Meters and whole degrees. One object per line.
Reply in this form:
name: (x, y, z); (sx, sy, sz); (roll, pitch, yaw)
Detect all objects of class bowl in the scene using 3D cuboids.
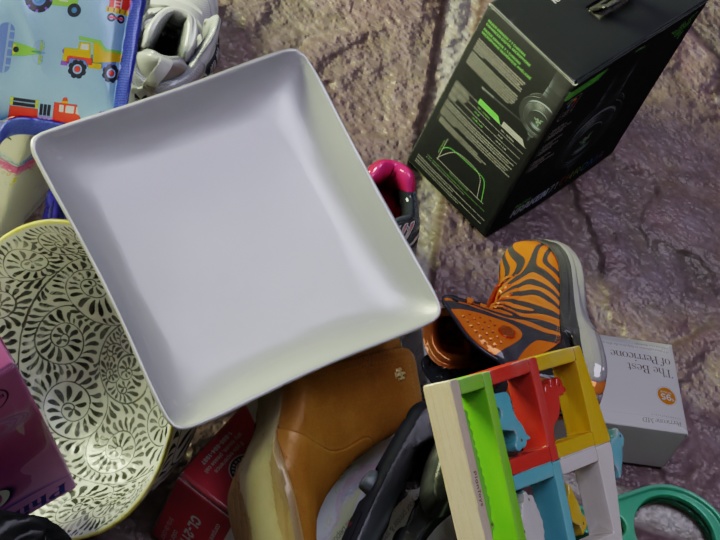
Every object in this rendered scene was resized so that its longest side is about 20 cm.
bowl: (-0.165, 0.068, 1.398); (0.094, 0.201, 0.201); (-1, 51, -54)

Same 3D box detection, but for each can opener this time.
can opener: (0.016, 0.162, 1.318); (0.063, 0.079, 0.200); (27, 67, 11)

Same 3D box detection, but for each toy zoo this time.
toy zoo: (0.110, 0.119, 1.336); (0.200, 0.020, 0.132); (-11, 88, -58)

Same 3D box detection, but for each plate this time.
plate: (-0.076, -0.020, 1.327); (0.200, 0.032, 0.200); (-23, 78, -29)

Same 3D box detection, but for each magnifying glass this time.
magnifying glass: (0.169, 0.180, 1.534); (0.199, 0.022, 0.080); (9, 52, -15)

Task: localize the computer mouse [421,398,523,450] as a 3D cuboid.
computer mouse: (0.090, 0.173, 1.385); (0.109, 0.044, 0.200); (11, 45, -20)

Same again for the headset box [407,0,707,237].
headset box: (0.152, -0.150, 1.662); (0.093, 0.200, 0.174); (45, 50, 15)

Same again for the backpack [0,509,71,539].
backpack: (-0.224, 0.255, 1.241); (0.126, 0.167, 0.200); (5, 53, 6)

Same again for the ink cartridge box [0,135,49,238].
ink cartridge box: (-0.251, -0.136, 1.484); (0.128, 0.200, 0.125); (33, 49, 5)

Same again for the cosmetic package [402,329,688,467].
cosmetic package: (0.132, 0.085, 1.572); (0.199, 0.051, 0.083); (8, 53, -17)

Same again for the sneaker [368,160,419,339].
sneaker: (0.000, 0.000, 1.537); (0.080, 0.075, 0.200); (17, 39, -10)

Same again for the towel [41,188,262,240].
towel: (-0.149, -0.012, 1.436); (0.147, 0.200, 0.050); (30, 62, 3)

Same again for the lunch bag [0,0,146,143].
lunch bag: (-0.210, -0.169, 1.358); (0.150, 0.094, 0.200); (8, 69, -3)

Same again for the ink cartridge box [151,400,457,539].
ink cartridge box: (-0.011, 0.170, 1.426); (0.200, 0.083, 0.146); (37, 50, 7)

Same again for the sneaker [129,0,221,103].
sneaker: (-0.137, -0.175, 1.618); (0.075, 0.115, 0.200); (21, 49, -7)

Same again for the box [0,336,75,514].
box: (-0.277, 0.099, 1.259); (0.176, 0.200, 0.097); (-30, 68, -11)

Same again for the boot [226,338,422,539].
boot: (-0.016, 0.109, 1.364); (0.144, 0.071, 0.202); (-8, 78, -39)

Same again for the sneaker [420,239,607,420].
sneaker: (0.095, 0.029, 1.493); (0.112, 0.078, 0.200); (9, 25, -13)
